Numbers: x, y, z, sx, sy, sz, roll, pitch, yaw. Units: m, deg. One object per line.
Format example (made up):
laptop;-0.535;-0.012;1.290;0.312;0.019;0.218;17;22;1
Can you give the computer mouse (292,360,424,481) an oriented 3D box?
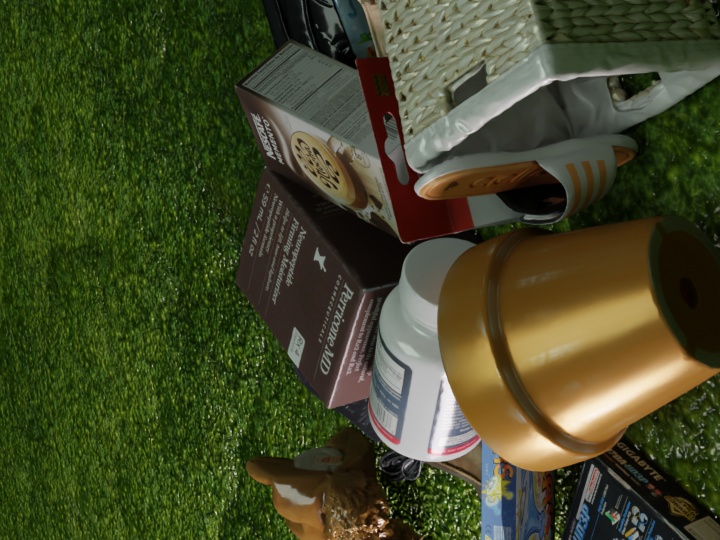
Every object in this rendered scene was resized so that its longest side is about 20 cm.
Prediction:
computer mouse;0.013;0.137;1.456;0.200;0.053;0.138;43;141;-7

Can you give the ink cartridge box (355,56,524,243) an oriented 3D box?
ink cartridge box;0.097;-0.117;1.141;0.050;0.200;0.163;-16;87;44

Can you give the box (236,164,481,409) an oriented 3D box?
box;0.000;0.000;1.366;0.200;0.164;0.166;51;139;35

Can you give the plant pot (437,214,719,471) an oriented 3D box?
plant pot;0.195;0.045;1.077;0.183;0.200;0.201;-24;80;41

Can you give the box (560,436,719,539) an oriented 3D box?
box;0.246;0.276;1.191;0.159;0.046;0.201;43;134;42

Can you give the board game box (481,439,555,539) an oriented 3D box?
board game box;0.144;0.180;1.207;0.034;0.135;0.201;1;94;22

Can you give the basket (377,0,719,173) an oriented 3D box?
basket;0.142;-0.188;1.052;0.198;0.199;0.161;-30;73;56

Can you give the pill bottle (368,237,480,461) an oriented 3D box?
pill bottle;0.074;0.072;1.233;0.120;0.119;0.200;51;150;35

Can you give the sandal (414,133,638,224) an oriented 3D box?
sandal;0.139;-0.064;1.090;0.079;0.206;0.059;-42;62;60

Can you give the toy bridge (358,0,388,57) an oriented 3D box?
toy bridge;0.022;-0.221;1.196;0.200;0.027;0.067;17;-117;-83

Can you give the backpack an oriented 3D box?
backpack;-0.031;-0.267;1.363;0.200;0.154;0.163;59;154;-11

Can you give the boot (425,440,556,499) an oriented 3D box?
boot;0.111;0.169;1.336;0.200;0.074;0.076;30;115;29

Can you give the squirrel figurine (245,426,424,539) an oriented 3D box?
squirrel figurine;-0.019;0.306;1.535;0.200;0.141;0.187;23;126;55

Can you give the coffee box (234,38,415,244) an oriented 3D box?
coffee box;-0.012;-0.121;1.239;0.200;0.080;0.113;30;154;37
